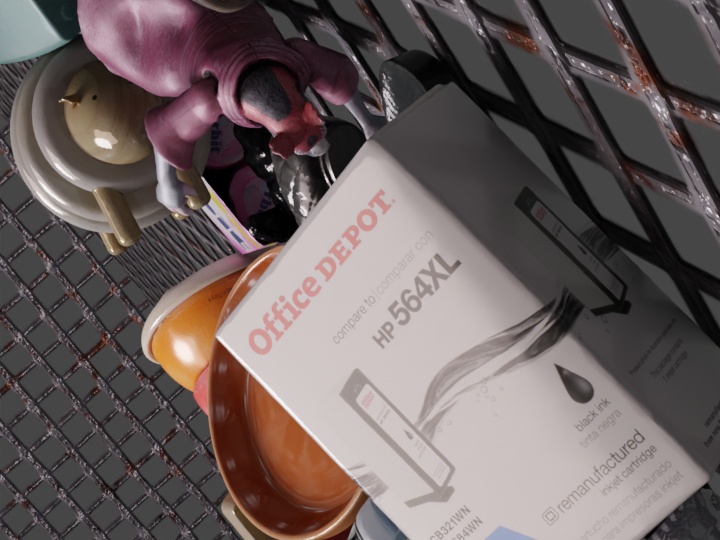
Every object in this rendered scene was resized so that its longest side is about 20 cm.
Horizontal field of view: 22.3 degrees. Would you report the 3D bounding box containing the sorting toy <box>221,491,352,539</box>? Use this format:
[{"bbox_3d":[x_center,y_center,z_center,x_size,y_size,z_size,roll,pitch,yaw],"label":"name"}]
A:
[{"bbox_3d":[0.022,0.185,1.449,0.069,0.199,0.201,5,139,53],"label":"sorting toy"}]

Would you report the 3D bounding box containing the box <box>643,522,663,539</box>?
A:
[{"bbox_3d":[0.102,0.053,1.005,0.137,0.040,0.201,39,166,50],"label":"box"}]

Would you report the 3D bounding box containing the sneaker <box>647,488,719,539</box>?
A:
[{"bbox_3d":[0.207,0.192,0.988,0.115,0.075,0.200,42,173,26],"label":"sneaker"}]

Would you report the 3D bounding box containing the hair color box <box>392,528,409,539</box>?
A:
[{"bbox_3d":[0.103,0.216,0.977,0.198,0.061,0.099,20,154,26],"label":"hair color box"}]

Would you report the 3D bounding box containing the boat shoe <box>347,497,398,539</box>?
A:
[{"bbox_3d":[0.019,0.194,1.186,0.074,0.068,0.199,45,179,11],"label":"boat shoe"}]

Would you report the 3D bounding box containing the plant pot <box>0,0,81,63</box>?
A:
[{"bbox_3d":[-0.221,-0.216,1.137,0.199,0.141,0.142,24,155,51],"label":"plant pot"}]

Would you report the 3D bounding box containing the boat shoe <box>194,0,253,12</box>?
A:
[{"bbox_3d":[-0.116,-0.208,0.874,0.201,0.074,0.073,56,168,-30],"label":"boat shoe"}]

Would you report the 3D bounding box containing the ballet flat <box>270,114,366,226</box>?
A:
[{"bbox_3d":[0.000,0.000,1.092,0.056,0.066,0.202,5,118,48],"label":"ballet flat"}]

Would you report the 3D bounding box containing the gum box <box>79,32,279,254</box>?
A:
[{"bbox_3d":[-0.110,-0.100,1.275,0.200,0.066,0.113,50,172,-6],"label":"gum box"}]

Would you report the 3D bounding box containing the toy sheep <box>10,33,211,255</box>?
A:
[{"bbox_3d":[-0.155,-0.084,1.141,0.138,0.138,0.200,50,165,-7],"label":"toy sheep"}]

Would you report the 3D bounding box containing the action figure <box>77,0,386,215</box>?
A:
[{"bbox_3d":[-0.062,-0.116,0.953,0.200,0.133,0.150,39,148,56],"label":"action figure"}]

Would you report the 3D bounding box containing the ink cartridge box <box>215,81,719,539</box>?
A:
[{"bbox_3d":[0.053,0.041,0.814,0.200,0.084,0.146,44,126,5],"label":"ink cartridge box"}]

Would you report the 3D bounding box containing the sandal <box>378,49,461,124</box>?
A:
[{"bbox_3d":[0.033,-0.010,0.891,0.075,0.048,0.202,34,145,54],"label":"sandal"}]

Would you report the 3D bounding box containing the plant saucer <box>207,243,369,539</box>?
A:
[{"bbox_3d":[-0.037,0.083,1.244,0.032,0.202,0.200,3,-157,-38],"label":"plant saucer"}]

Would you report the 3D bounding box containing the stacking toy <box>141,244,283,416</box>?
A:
[{"bbox_3d":[-0.064,0.096,1.363,0.201,0.145,0.146,61,175,21],"label":"stacking toy"}]

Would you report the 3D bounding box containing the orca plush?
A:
[{"bbox_3d":[-0.048,-0.054,1.169,0.201,0.071,0.105,51,170,-12],"label":"orca plush"}]
